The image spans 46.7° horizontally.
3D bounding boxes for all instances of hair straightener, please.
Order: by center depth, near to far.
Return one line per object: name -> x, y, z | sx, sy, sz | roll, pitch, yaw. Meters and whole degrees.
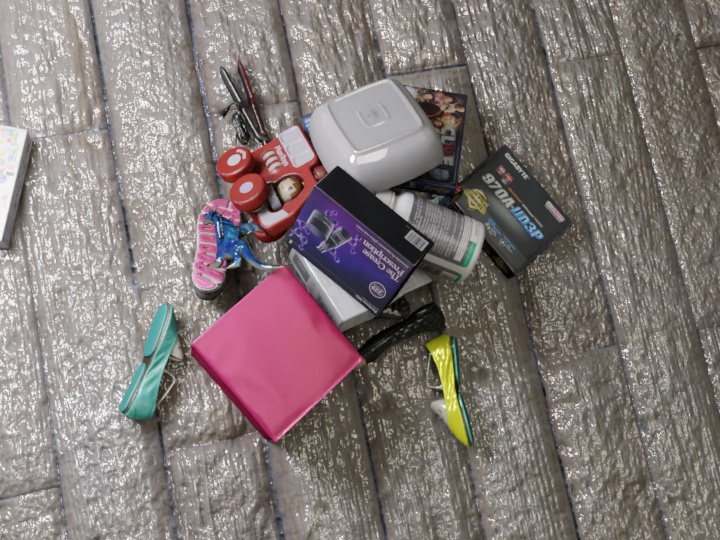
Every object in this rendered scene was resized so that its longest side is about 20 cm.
hair straightener -> -0.221, -0.282, 1.529 | 0.076, 0.041, 0.202 | -20, 87, -13

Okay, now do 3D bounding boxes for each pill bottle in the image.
pill bottle -> 0.100, -0.064, 1.415 | 0.198, 0.113, 0.114 | 22, 76, -9

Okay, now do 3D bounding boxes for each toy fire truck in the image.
toy fire truck -> -0.139, -0.154, 1.429 | 0.167, 0.112, 0.201 | -31, 48, 0

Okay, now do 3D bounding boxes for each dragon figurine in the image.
dragon figurine -> -0.196, -0.050, 1.342 | 0.058, 0.199, 0.101 | 7, 90, -40

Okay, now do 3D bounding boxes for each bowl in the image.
bowl -> 0.024, -0.234, 1.391 | 0.198, 0.075, 0.201 | -23, 59, -11

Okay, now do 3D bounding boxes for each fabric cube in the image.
fabric cube -> -0.142, 0.140, 1.373 | 0.196, 0.200, 0.200 | -42, 90, -15

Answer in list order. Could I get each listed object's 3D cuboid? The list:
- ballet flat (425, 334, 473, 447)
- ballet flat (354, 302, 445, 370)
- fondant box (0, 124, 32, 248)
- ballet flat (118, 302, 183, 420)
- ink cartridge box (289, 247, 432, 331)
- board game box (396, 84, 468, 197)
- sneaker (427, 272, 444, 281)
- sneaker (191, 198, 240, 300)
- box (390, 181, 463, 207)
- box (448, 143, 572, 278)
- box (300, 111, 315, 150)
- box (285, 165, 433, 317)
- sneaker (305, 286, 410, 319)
ballet flat -> 0.154, 0.216, 1.485 | 0.066, 0.067, 0.203 | -11, 77, 10
ballet flat -> 0.067, 0.125, 1.480 | 0.199, 0.066, 0.057 | -30, 97, -12
fondant box -> -0.652, -0.150, 1.413 | 0.142, 0.058, 0.203 | 10, 78, -8
ballet flat -> -0.340, 0.158, 1.410 | 0.070, 0.067, 0.202 | 26, 74, -29
ink cartridge box -> 0.000, 0.000, 1.431 | 0.199, 0.057, 0.163 | -20, 67, -37
board game box -> 0.119, -0.238, 1.516 | 0.134, 0.035, 0.202 | 9, 66, 1
sneaker -> 0.056, -0.012, 1.498 | 0.198, 0.075, 0.100 | 23, 65, 5
sneaker -> -0.256, -0.032, 1.453 | 0.073, 0.088, 0.202 | 10, 55, -9
box -> 0.077, -0.183, 1.531 | 0.136, 0.040, 0.201 | -31, 71, -14
box -> 0.276, -0.111, 1.572 | 0.159, 0.046, 0.201 | -39, 87, -14
box -> -0.011, -0.220, 1.478 | 0.156, 0.051, 0.202 | -22, 57, 7
box -> -0.004, -0.045, 1.336 | 0.199, 0.142, 0.079 | 39, 46, 6
sneaker -> -0.012, 0.060, 1.476 | 0.198, 0.091, 0.067 | 13, 42, -14
